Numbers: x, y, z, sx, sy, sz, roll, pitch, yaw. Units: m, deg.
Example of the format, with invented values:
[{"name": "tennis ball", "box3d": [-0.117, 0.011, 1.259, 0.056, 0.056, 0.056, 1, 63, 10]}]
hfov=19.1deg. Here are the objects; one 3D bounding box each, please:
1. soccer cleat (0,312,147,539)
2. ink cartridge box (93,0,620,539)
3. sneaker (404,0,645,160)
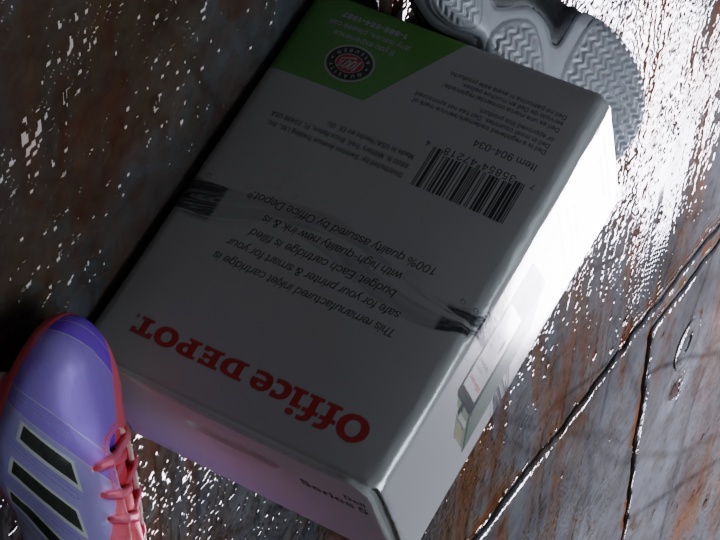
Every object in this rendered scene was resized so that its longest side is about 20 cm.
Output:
[{"name": "soccer cleat", "box3d": [-0.107, 0.106, 0.858, 0.067, 0.076, 0.200, -39, 144, -48]}, {"name": "ink cartridge box", "box3d": [0.000, 0.000, 0.907, 0.200, 0.145, 0.084, -58, 156, -21]}, {"name": "sneaker", "box3d": [0.037, -0.124, 0.970, 0.076, 0.114, 0.200, -49, 116, -22]}]
